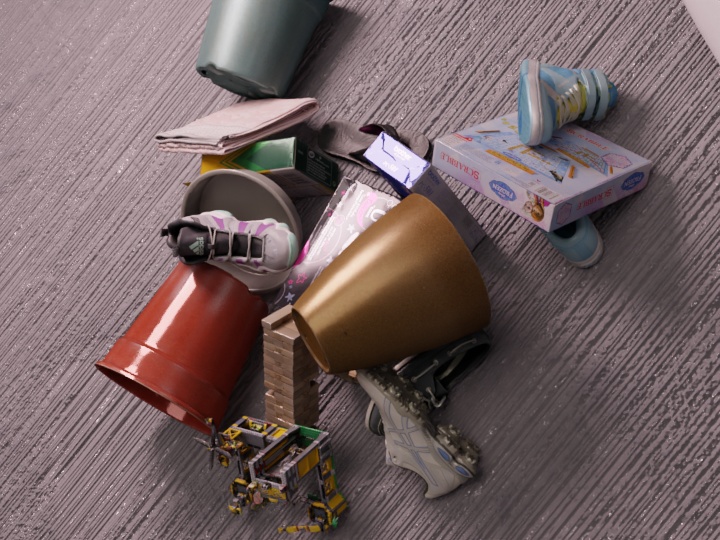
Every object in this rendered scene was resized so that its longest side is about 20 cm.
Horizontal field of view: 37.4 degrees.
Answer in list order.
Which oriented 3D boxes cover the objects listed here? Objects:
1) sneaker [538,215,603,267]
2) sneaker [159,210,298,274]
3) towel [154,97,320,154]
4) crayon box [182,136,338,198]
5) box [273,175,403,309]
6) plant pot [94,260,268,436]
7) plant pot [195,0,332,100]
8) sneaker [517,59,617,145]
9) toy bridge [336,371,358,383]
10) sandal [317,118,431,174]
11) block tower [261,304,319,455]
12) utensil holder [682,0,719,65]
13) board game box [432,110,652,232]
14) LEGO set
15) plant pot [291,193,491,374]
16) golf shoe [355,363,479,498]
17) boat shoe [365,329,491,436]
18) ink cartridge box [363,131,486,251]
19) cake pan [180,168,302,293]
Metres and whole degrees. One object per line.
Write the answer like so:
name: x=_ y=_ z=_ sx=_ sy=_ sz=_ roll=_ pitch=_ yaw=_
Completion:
sneaker: x=0.243 y=-0.096 z=1.379 sx=0.074 sy=0.082 sz=0.200 roll=-40 pitch=55 yaw=7
sneaker: x=-0.191 y=-0.032 z=1.440 sx=0.199 sy=0.139 sz=0.078 roll=10 pitch=104 yaw=40
towel: x=-0.190 y=-0.223 z=1.623 sx=0.191 sy=0.032 sz=0.199 roll=-29 pitch=24 yaw=-34
crayon box: x=-0.149 y=-0.146 z=1.597 sx=0.199 sy=0.126 sz=0.052 roll=-5 pitch=74 yaw=28
box: x=0.000 y=0.000 z=1.445 sx=0.114 sy=0.132 sz=0.201 roll=25 pitch=82 yaw=32
plant pot: x=-0.239 y=0.101 z=1.510 sx=0.200 sy=0.201 sz=0.196 roll=18 pitch=70 yaw=34
plant pot: x=-0.162 y=-0.383 z=1.686 sx=0.199 sy=0.200 sz=0.197 roll=16 pitch=84 yaw=34
sneaker: x=0.269 y=-0.216 z=1.373 sx=0.130 sy=0.080 sz=0.200 roll=7 pitch=34 yaw=4
toy bridge: x=-0.030 y=0.127 z=1.436 sx=0.200 sy=0.067 sz=0.027 roll=14 pitch=74 yaw=55
sandal: x=0.012 y=-0.187 z=1.574 sx=0.200 sy=0.048 sz=0.076 roll=14 pitch=75 yaw=34
block tower: x=-0.090 y=0.150 z=1.401 sx=0.058 sy=0.054 sz=0.201 roll=18 pitch=122 yaw=34
utensil holder: x=0.495 y=-0.312 z=1.285 sx=0.169 sy=0.170 sz=0.201 roll=-29 pitch=54 yaw=16
board game box: x=0.230 y=-0.136 z=1.354 sx=0.199 sy=0.041 sz=0.200 roll=-23 pitch=43 yaw=-36
LEGO set: x=-0.122 y=0.274 z=1.367 sx=0.199 sy=0.116 sz=0.155 roll=17 pitch=121 yaw=29
plant pot: x=0.023 y=0.035 z=1.286 sx=0.199 sy=0.187 sz=0.187 roll=-29 pitch=53 yaw=-14
golf shoe: x=0.051 y=0.200 z=1.319 sx=0.200 sy=0.078 sz=0.097 roll=47 pitch=109 yaw=4
boat shoe: x=0.088 y=0.143 z=1.367 sx=0.200 sy=0.073 sz=0.062 roll=-46 pitch=50 yaw=-2
ink cartridge box: x=0.088 y=-0.098 z=1.396 sx=0.044 sy=0.200 sz=0.094 roll=-49 pitch=54 yaw=-1
cake pan: x=-0.169 y=-0.061 z=1.555 sx=0.199 sy=0.201 sz=0.037 roll=-4 pitch=26 yaw=28
